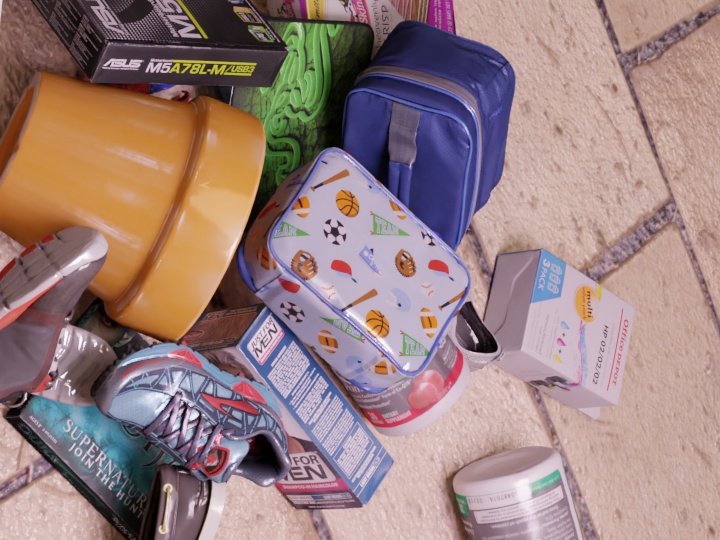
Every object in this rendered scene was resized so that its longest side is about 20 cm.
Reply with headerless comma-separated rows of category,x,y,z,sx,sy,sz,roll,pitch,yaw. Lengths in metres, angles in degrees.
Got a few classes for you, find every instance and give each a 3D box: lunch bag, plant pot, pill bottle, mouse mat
lunch bag,0.000,0.000,1.592,0.200,0.075,0.161,43,51,-15
plant pot,-0.201,-0.066,1.483,0.182,0.200,0.202,23,68,-18
pill bottle,0.169,0.286,1.819,0.113,0.113,0.202,-22,98,-42
mouse mat,-0.062,-0.130,1.665,0.160,0.008,0.202,-4,112,-43
pill bottle,0.007,0.048,1.703,0.200,0.110,0.111,54,53,-23
lunch bag,0.053,-0.108,1.689,0.201,0.135,0.133,93,24,-43

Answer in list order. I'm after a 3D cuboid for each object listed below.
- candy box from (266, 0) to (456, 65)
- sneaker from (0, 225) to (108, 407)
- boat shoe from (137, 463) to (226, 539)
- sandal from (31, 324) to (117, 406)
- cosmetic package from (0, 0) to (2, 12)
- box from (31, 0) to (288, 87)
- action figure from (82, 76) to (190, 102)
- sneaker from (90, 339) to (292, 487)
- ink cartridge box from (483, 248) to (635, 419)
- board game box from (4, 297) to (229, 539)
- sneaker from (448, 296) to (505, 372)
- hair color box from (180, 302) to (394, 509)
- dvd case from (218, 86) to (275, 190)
candy box,0.002,-0.258,1.748,0.199,0.061,0.138,-4,87,-43
sneaker,-0.256,0.049,1.413,0.200,0.077,0.082,-42,116,11
boat shoe,-0.173,0.257,1.518,0.060,0.072,0.203,19,95,-18
sandal,-0.290,0.051,1.468,0.202,0.050,0.083,32,85,-17
cosmetic package,-0.364,-0.138,1.325,0.122,0.199,0.201,14,75,-40
box,-0.186,-0.231,1.532,0.192,0.048,0.200,-1,43,-44
action figure,-0.167,-0.177,1.588,0.200,0.099,0.066,-41,110,-36
sneaker,-0.126,0.122,1.482,0.199,0.079,0.096,20,30,-42
ink cartridge box,0.221,0.071,1.928,0.199,0.068,0.116,30,65,-37
board game box,-0.194,0.139,1.559,0.200,0.028,0.136,50,55,-26
sneaker,0.069,0.021,1.783,0.200,0.082,0.075,46,56,-26
hair color box,-0.069,0.124,1.629,0.200,0.100,0.061,53,52,-23
dvd case,-0.043,-0.165,1.749,0.200,0.022,0.147,-35,108,-39
